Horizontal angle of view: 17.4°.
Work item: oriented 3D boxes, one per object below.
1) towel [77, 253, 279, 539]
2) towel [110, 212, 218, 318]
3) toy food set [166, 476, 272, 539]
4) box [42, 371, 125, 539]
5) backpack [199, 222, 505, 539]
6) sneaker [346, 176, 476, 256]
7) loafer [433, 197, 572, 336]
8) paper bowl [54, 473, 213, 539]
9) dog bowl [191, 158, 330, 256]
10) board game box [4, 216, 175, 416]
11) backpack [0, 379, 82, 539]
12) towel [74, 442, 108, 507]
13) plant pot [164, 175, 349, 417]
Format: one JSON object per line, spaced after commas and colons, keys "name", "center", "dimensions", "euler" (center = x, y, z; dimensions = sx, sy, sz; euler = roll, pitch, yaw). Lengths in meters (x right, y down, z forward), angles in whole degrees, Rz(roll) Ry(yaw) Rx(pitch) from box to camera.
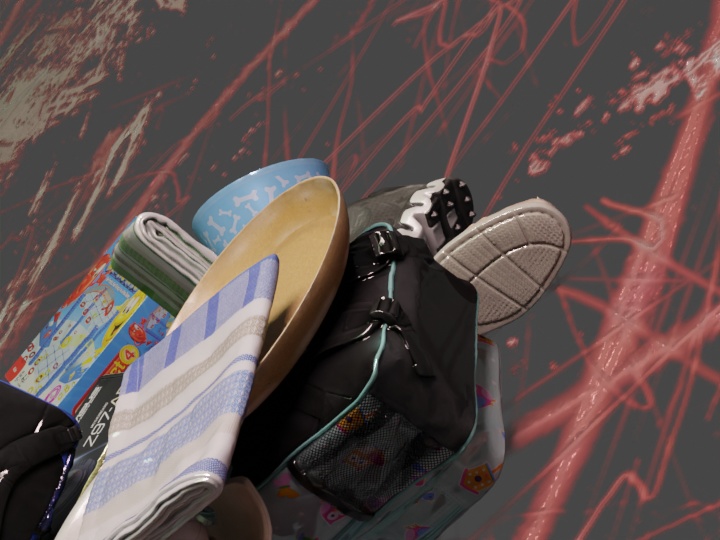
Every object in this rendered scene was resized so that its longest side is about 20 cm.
{"name": "towel", "center": [-0.111, 0.090, 1.391], "dimensions": [0.147, 0.024, 0.200], "euler": [-39, 24, 35]}
{"name": "towel", "center": [-0.119, 0.016, 1.781], "dimensions": [0.031, 0.149, 0.200], "euler": [-51, 5, -13]}
{"name": "toy food set", "center": [-0.148, 0.209, 1.376], "dimensions": [0.143, 0.060, 0.200], "euler": [-21, 27, 53]}
{"name": "box", "center": [-0.216, 0.173, 1.922], "dimensions": [0.160, 0.044, 0.200], "euler": [-9, 45, 60]}
{"name": "backpack", "center": [-0.009, 0.095, 1.477], "dimensions": [0.200, 0.153, 0.176], "euler": [-36, 30, 24]}
{"name": "sneaker", "center": [0.000, 0.000, 1.688], "dimensions": [0.090, 0.067, 0.200], "euler": [4, 37, 34]}
{"name": "loafer", "center": [0.061, 0.021, 1.593], "dimensions": [0.200, 0.072, 0.063], "euler": [-47, 13, 16]}
{"name": "paper bowl", "center": [-0.120, 0.186, 1.615], "dimensions": [0.201, 0.104, 0.201], "euler": [-42, 22, 21]}
{"name": "dog bowl", "center": [-0.062, -0.017, 1.791], "dimensions": [0.111, 0.050, 0.200], "euler": [-23, -20, -6]}
{"name": "board game box", "center": [-0.222, 0.056, 2.121], "dimensions": [0.196, 0.056, 0.200], "euler": [-51, 20, -4]}
{"name": "backpack", "center": [-0.324, 0.192, 1.834], "dimensions": [0.168, 0.162, 0.200], "euler": [126, 166, -64]}
{"name": "towel", "center": [-0.160, 0.139, 1.785], "dimensions": [0.200, 0.036, 0.148], "euler": [-62, -9, -19]}
{"name": "plant pot", "center": [-0.068, 0.031, 1.462], "dimensions": [0.200, 0.027, 0.200], "euler": [-45, 21, 22]}
